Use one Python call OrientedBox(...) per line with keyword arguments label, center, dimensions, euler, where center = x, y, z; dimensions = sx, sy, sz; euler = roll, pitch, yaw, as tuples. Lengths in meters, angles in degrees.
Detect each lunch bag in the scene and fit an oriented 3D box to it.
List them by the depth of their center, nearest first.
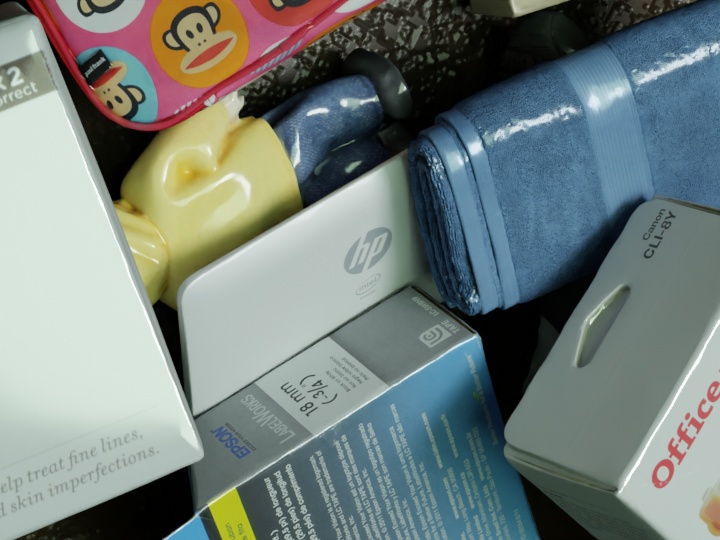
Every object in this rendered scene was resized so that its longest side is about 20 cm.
OrientedBox(label="lunch bag", center=(-0.063, -0.175, 1.244), dimensions=(0.200, 0.082, 0.176), euler=(-32, 90, 12))

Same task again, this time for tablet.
OrientedBox(label="tablet", center=(0.000, 0.000, 1.346), dimensions=(0.200, 0.014, 0.130), euler=(-31, 148, -22))

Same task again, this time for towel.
OrientedBox(label="towel", center=(0.119, -0.061, 1.326), dimensions=(0.200, 0.049, 0.112), euler=(-23, 130, -12))

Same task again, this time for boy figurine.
OrientedBox(label="boy figurine", center=(-0.063, -0.025, 1.327), dimensions=(0.200, 0.064, 0.125), euler=(-29, 119, -17))

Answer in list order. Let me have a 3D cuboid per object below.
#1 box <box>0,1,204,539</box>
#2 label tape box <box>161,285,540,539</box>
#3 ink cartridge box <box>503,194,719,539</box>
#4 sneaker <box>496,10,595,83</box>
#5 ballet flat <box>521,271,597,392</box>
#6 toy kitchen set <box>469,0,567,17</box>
OrientedBox(label="box", center=(-0.194, 0.014, 1.194), dimensions=(0.198, 0.131, 0.200), euler=(-22, 100, -5))
OrientedBox(label="label tape box", center=(-0.023, 0.120, 1.355), dimensions=(0.200, 0.063, 0.144), euler=(-32, 129, -18))
OrientedBox(label="ink cartridge box", center=(0.179, 0.081, 1.323), dimensions=(0.200, 0.083, 0.145), euler=(40, 75, -36))
OrientedBox(label="sneaker", center=(0.140, -0.062, 1.424), dimensions=(0.091, 0.076, 0.200), euler=(-49, 126, -17))
OrientedBox(label="ballet flat", center=(0.127, 0.069, 1.441), dimensions=(0.068, 0.068, 0.200), euler=(-34, 113, -4))
OrientedBox(label="toy kitchen set", center=(0.161, -0.220, 1.334), dimensions=(0.200, 0.180, 0.164), euler=(-20, 107, -26))
